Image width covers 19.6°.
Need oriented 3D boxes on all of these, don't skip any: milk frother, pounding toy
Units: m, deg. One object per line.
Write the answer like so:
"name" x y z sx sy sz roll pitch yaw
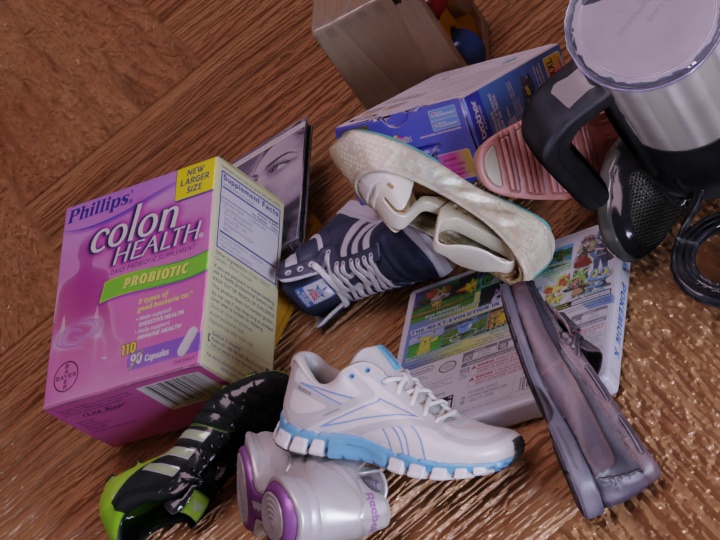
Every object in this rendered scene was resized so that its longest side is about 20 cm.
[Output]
"milk frother" 0.237 -0.094 1.464 0.200 0.188 0.181 36 86 31
"pounding toy" 0.050 -0.254 1.928 0.142 0.184 0.200 -25 33 19

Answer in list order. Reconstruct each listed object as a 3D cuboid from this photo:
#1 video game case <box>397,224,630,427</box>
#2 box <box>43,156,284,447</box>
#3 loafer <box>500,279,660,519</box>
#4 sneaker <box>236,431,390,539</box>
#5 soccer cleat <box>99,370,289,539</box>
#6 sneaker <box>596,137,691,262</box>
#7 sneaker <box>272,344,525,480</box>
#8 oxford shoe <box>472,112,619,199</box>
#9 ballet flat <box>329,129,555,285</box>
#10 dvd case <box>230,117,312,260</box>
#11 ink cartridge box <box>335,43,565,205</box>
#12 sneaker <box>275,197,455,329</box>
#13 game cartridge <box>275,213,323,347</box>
"video game case" 0.114 0.053 1.614 0.200 0.022 0.182 -20 35 28
"box" -0.168 0.029 1.793 0.176 0.097 0.200 -16 56 32
"loafer" 0.153 0.084 1.473 0.063 0.072 0.200 -20 51 2
"sneaker" -0.037 0.170 1.584 0.099 0.075 0.200 -5 12 -16
"soccer cleat" -0.126 0.159 1.686 0.200 0.068 0.081 -38 38 12
"sneaker" 0.259 -0.090 1.602 0.114 0.076 0.199 -8 36 49
"sneaker" 0.026 0.100 1.528 0.200 0.087 0.075 8 9 25
"oxford shoe" 0.163 -0.097 1.670 0.200 0.071 0.074 -13 9 -32
"ballet flat" 0.057 -0.048 1.630 0.200 0.067 0.062 25 52 11
"dvd case" -0.110 -0.050 1.917 0.149 0.016 0.200 -30 29 21
"ink cartridge box" 0.075 -0.119 1.754 0.136 0.076 0.200 -11 12 38
"sneaker" 0.000 0.000 1.742 0.108 0.070 0.200 -40 19 -12
"game cartridge" -0.136 0.030 1.895 0.200 0.032 0.176 -8 41 36
